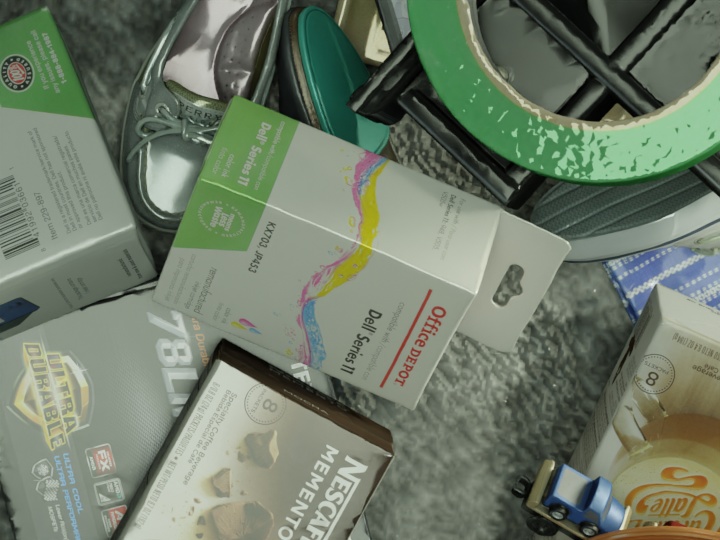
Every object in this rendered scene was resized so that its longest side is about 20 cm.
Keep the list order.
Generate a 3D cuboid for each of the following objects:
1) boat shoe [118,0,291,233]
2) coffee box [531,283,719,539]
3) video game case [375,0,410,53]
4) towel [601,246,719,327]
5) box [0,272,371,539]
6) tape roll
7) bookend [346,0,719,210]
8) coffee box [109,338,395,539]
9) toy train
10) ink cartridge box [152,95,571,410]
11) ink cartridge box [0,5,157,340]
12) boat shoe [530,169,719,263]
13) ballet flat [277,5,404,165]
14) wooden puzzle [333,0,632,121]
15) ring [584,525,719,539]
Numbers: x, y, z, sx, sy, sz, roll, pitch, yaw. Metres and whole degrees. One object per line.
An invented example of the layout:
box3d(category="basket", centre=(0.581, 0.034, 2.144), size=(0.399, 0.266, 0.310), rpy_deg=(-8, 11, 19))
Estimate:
box3d(category="boat shoe", centre=(-0.082, -0.118, 1.536), size=(0.074, 0.065, 0.203), rpy_deg=(24, 92, -5))
box3d(category="coffee box", centre=(0.176, 0.126, 1.540), size=(0.114, 0.080, 0.201), rpy_deg=(23, 105, -3))
box3d(category="video game case", centre=(0.096, -0.205, 1.522), size=(0.199, 0.026, 0.182), rpy_deg=(-16, 89, 6))
box3d(category="towel", centre=(0.219, -0.003, 1.582), size=(0.144, 0.024, 0.201), rpy_deg=(-28, 95, -2))
box3d(category="box", centre=(-0.107, 0.102, 1.560), size=(0.198, 0.050, 0.201), rpy_deg=(-13, 95, -1))
box3d(category="tape roll", centre=(0.124, -0.143, 1.388), size=(0.199, 0.048, 0.202), rpy_deg=(0, 89, 8))
box3d(category="bookend", centre=(0.134, -0.093, 1.458), size=(0.199, 0.092, 0.200), rpy_deg=(44, 95, 7))
box3d(category="coffee box", centre=(-0.077, 0.154, 1.502), size=(0.113, 0.080, 0.201), rpy_deg=(29, 94, -4))
box3d(category="toy train", centre=(0.172, 0.160, 1.482), size=(0.199, 0.046, 0.034), rpy_deg=(29, 55, -7))
box3d(category="ink cartridge box", centre=(0.000, 0.000, 1.474), size=(0.199, 0.117, 0.067), rpy_deg=(22, 50, -2))
box3d(category="ink cartridge box", centre=(-0.231, -0.033, 1.503), size=(0.199, 0.088, 0.146), rpy_deg=(-23, 72, -3))
box3d(category="boat shoe", centre=(0.198, -0.037, 1.537), size=(0.199, 0.074, 0.067), rpy_deg=(-19, 131, 9))
box3d(category="ballet flat", centre=(-0.006, -0.052, 1.546), size=(0.073, 0.073, 0.200), rpy_deg=(-32, 100, 0))
box3d(category="wooden puzzle", centre=(0.099, -0.188, 1.550), size=(0.199, 0.037, 0.186), rpy_deg=(15, 93, 1))
box3d(category="ring", centre=(0.180, 0.216, 1.496), size=(0.199, 0.019, 0.201), rpy_deg=(9, 133, 10))
